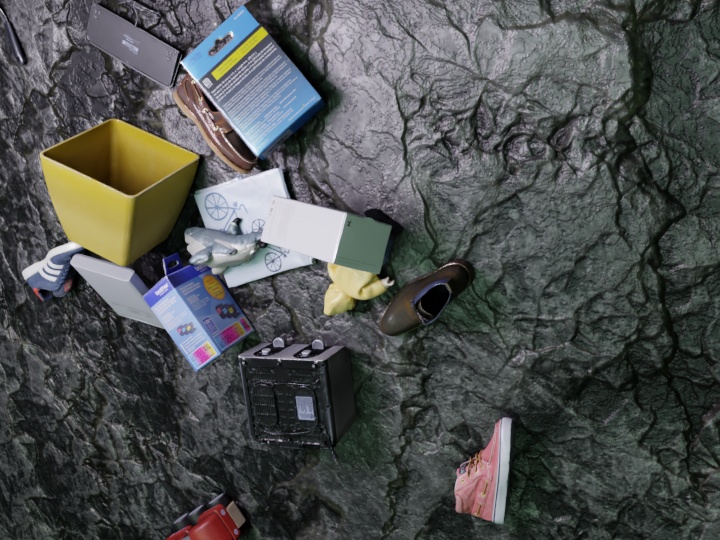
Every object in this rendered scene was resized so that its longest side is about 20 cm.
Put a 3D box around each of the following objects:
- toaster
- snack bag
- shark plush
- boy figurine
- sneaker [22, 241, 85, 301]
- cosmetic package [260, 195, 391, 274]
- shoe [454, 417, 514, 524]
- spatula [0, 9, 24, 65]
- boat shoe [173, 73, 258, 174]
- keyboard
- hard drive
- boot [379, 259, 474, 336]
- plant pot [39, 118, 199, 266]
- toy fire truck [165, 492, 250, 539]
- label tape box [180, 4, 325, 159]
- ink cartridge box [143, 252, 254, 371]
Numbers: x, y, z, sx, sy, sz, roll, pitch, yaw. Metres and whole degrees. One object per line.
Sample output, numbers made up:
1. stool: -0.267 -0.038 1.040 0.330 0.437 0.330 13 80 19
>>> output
1. toaster: -0.109 0.227 1.512 0.179 0.119 0.202 -1 105 24
2. snack bag: -0.191 -0.079 1.509 0.198 0.021 0.190 -15 100 27
3. shark plush: -0.228 -0.056 1.486 0.199 0.091 0.084 -16 70 31
4. boy figurine: 0.000 0.000 1.428 0.124 0.064 0.201 32 116 11
5. sneaker: -0.591 0.000 1.677 0.199 0.075 0.085 -27 93 37
6. cosmetic package: -0.058 -0.061 1.357 0.199 0.107 0.086 19 94 49
7. shoe: 0.210 0.339 1.435 0.090 0.072 0.202 7 113 15
8. spatula: -0.684 -0.484 1.595 0.056 0.021 0.201 -18 101 39
9. boat shoe: -0.242 -0.259 1.448 0.200 0.070 0.070 49 119 3
10. keyboard: -0.399 -0.423 1.494 0.199 0.021 0.128 31 121 11
11. hard drive: -0.442 0.043 1.578 0.131 0.027 0.200 15 155 19
12. boot: 0.093 0.056 1.385 0.200 0.097 0.075 -40 88 27
13. plant pot: -0.431 -0.130 1.508 0.199 0.200 0.178 24 125 15
14. toy fire truck: -0.347 0.537 1.661 0.175 0.200 0.129 -33 92 28
15. label tape box: -0.175 -0.307 1.384 0.144 0.063 0.200 -40 88 6
16. ink cartridge box: -0.302 0.066 1.535 0.076 0.136 0.201 -37 90 26
